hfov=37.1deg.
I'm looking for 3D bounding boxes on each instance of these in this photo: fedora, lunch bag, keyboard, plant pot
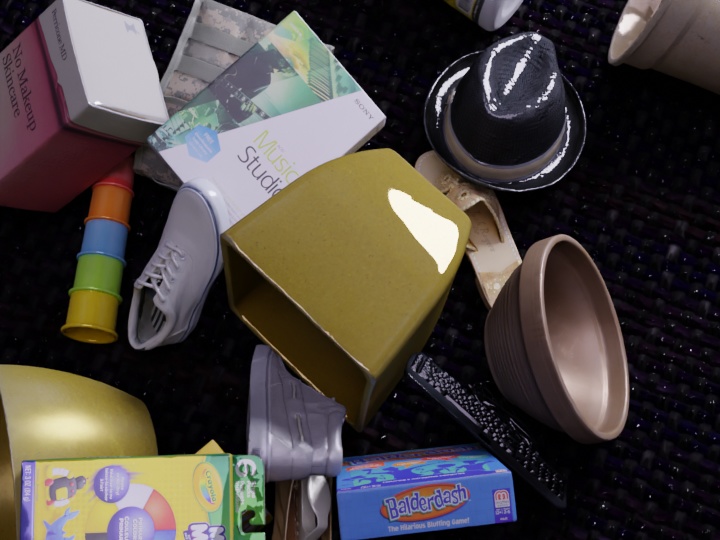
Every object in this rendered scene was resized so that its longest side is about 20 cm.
[{"bbox_3d":[0.162,-0.183,1.138,0.196,0.092,0.204,4,58,-6],"label":"fedora"},{"bbox_3d":[-0.136,-0.163,1.147,0.161,0.118,0.203,21,81,3],"label":"lunch bag"},{"bbox_3d":[0.130,0.141,1.041,0.199,0.104,0.040,42,101,1],"label":"keyboard"},{"bbox_3d":[-0.271,0.183,1.014,0.139,0.200,0.204,-5,70,-27],"label":"plant pot"},{"bbox_3d":[0.000,0.000,1.061,0.195,0.195,0.200,41,70,12],"label":"plant pot"},{"bbox_3d":[0.395,-0.270,1.152,0.181,0.201,0.203,28,74,-3],"label":"plant pot"},{"bbox_3d":[0.184,0.075,1.056,0.091,0.199,0.205,-18,69,32],"label":"plant pot"}]

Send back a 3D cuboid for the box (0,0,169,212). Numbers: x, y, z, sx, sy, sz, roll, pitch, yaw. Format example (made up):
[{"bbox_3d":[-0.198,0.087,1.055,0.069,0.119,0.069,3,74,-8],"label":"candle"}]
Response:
[{"bbox_3d":[-0.309,-0.164,1.099,0.198,0.108,0.130,-30,69,31],"label":"box"}]

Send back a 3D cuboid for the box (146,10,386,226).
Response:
[{"bbox_3d":[-0.092,-0.138,1.067,0.200,0.036,0.145,-42,87,-7],"label":"box"}]

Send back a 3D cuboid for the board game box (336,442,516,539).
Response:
[{"bbox_3d":[0.052,0.199,0.984,0.149,0.200,0.046,-6,87,-2],"label":"board game box"}]

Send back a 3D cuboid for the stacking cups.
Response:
[{"bbox_3d":[-0.275,-0.029,1.133,0.059,0.061,0.204,1,71,1],"label":"stacking cups"}]

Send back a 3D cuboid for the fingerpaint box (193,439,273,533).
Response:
[{"bbox_3d":[-0.183,0.256,0.985,0.199,0.167,0.074,-39,76,-11],"label":"fingerpaint box"}]

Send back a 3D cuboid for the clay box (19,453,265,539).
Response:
[{"bbox_3d":[-0.176,0.211,0.882,0.196,0.048,0.117,-2,80,-5],"label":"clay box"}]

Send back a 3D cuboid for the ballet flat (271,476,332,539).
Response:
[{"bbox_3d":[-0.054,0.265,1.028,0.068,0.063,0.204,7,69,-31],"label":"ballet flat"}]

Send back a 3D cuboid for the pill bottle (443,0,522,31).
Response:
[{"bbox_3d":[0.100,-0.370,1.211,0.199,0.113,0.113,37,76,11],"label":"pill bottle"}]

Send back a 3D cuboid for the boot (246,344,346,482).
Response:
[{"bbox_3d":[-0.061,0.138,1.031,0.093,0.201,0.075,4,116,-7],"label":"boot"}]

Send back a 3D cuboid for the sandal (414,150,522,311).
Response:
[{"bbox_3d":[0.125,-0.051,1.132,0.076,0.070,0.214,-24,74,-7],"label":"sandal"}]

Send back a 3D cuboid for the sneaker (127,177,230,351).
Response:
[{"bbox_3d":[-0.180,0.004,1.050,0.072,0.202,0.071,33,37,19],"label":"sneaker"}]
